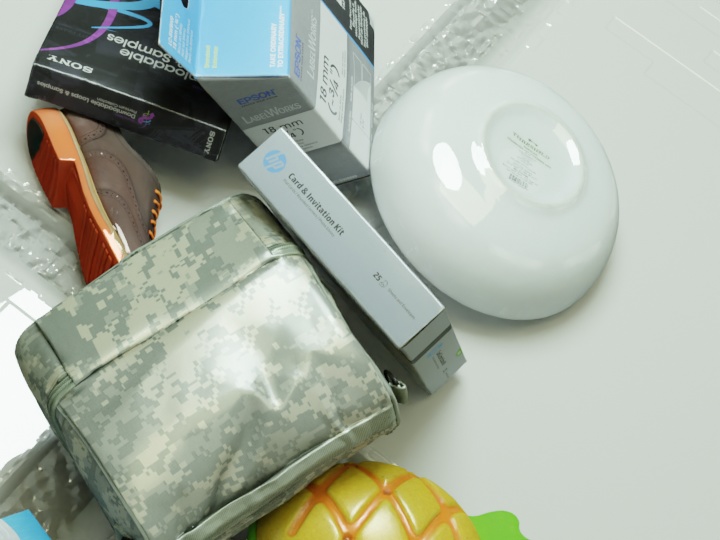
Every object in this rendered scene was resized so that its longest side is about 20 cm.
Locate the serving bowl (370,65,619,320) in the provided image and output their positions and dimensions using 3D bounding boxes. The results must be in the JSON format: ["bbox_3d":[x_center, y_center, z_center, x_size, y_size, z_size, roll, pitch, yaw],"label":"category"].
[{"bbox_3d":[0.109,-0.068,1.301,0.199,0.066,0.201,13,59,-22],"label":"serving bowl"}]

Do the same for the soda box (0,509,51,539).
[{"bbox_3d":[-0.256,0.203,1.006,0.200,0.068,0.064,-16,55,-47],"label":"soda box"}]

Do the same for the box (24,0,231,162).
[{"bbox_3d":[-0.145,-0.172,1.307,0.142,0.036,0.200,18,44,-5],"label":"box"}]

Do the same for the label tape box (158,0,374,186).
[{"bbox_3d":[-0.059,-0.167,1.263,0.063,0.200,0.145,-13,57,23],"label":"label tape box"}]

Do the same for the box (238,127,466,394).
[{"bbox_3d":[0.000,0.000,1.181,0.041,0.200,0.156,-41,76,-3],"label":"box"}]

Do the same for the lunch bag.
[{"bbox_3d":[-0.092,0.080,1.110,0.200,0.140,0.168,-31,52,-14],"label":"lunch bag"}]

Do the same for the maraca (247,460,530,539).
[{"bbox_3d":[0.027,0.181,1.131,0.199,0.107,0.137,10,36,-5],"label":"maraca"}]

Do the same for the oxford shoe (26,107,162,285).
[{"bbox_3d":[-0.161,-0.036,1.233,0.072,0.071,0.201,-15,65,-27],"label":"oxford shoe"}]
